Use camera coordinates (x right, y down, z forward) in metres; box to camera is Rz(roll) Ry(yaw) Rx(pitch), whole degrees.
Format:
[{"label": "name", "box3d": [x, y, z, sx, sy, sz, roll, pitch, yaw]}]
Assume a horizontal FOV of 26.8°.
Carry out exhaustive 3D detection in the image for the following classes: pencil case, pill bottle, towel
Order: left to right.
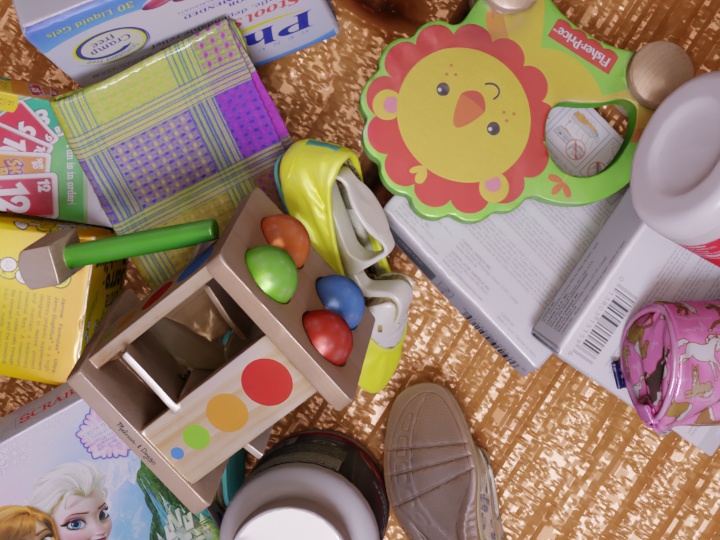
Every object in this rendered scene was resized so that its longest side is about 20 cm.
[{"label": "towel", "box3d": [-0.117, -0.073, 1.061, 0.143, 0.023, 0.201, -26, 133, -1]}, {"label": "pill bottle", "box3d": [-0.038, 0.181, 1.047, 0.110, 0.200, 0.112, 0, 95, 4]}, {"label": "pencil case", "box3d": [0.276, 0.068, 1.038, 0.198, 0.087, 0.083, 2, 51, -22]}, {"label": "pill bottle", "box3d": [0.282, -0.041, 0.989, 0.199, 0.112, 0.113, 24, 96, -30]}]

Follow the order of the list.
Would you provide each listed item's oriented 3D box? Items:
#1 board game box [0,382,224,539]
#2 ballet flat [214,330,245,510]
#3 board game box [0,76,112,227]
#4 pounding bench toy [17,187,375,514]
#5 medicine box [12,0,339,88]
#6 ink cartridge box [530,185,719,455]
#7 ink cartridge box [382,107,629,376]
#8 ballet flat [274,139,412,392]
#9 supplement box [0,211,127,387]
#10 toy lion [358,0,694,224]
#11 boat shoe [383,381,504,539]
[{"label": "board game box", "box3d": [-0.207, 0.189, 1.072, 0.199, 0.041, 0.200, -29, 115, 2]}, {"label": "ballet flat", "box3d": [-0.115, 0.081, 1.117, 0.066, 0.067, 0.202, 10, 101, 18]}, {"label": "board game box", "box3d": [-0.176, -0.076, 1.073, 0.198, 0.030, 0.096, 7, 125, -26]}, {"label": "pounding bench toy", "box3d": [-0.105, 0.019, 0.982, 0.156, 0.124, 0.200, -37, 104, 21]}, {"label": "medicine box", "box3d": [-0.127, -0.204, 1.028, 0.181, 0.200, 0.104, -20, 76, 6]}, {"label": "ink cartridge box", "box3d": [0.242, 0.009, 1.078, 0.173, 0.044, 0.201, 33, 93, -31]}, {"label": "ink cartridge box", "box3d": [0.135, -0.049, 1.107, 0.163, 0.057, 0.200, 46, 75, 1]}, {"label": "ballet flat", "box3d": [0.000, 0.000, 1.064, 0.067, 0.067, 0.201, -4, 117, 35]}, {"label": "supplement box", "box3d": [-0.282, 0.008, 1.103, 0.198, 0.109, 0.111, 9, 96, 4]}, {"label": "toy lion", "box3d": [0.106, -0.112, 1.064, 0.199, 0.069, 0.193, 31, 86, -1]}, {"label": "boat shoe", "box3d": [0.068, 0.180, 1.115, 0.073, 0.063, 0.202, -11, 89, 21]}]
